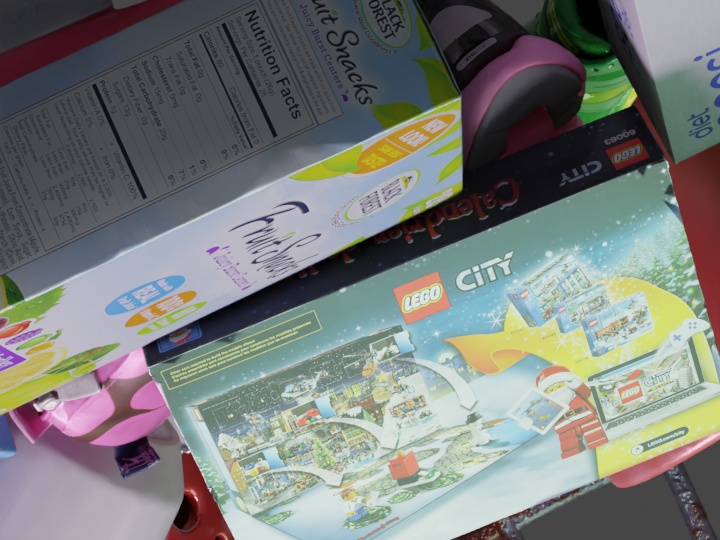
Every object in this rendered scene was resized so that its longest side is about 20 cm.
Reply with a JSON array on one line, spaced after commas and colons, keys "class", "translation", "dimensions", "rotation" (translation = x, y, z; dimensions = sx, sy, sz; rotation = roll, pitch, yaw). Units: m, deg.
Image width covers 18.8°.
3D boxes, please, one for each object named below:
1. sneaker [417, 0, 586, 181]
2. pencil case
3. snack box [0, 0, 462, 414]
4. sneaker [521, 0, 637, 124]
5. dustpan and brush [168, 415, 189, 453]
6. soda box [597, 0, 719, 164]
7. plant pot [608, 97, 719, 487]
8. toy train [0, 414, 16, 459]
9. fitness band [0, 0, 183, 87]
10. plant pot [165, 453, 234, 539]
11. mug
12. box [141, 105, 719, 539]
[{"class": "sneaker", "translation": [0.041, -0.063, 0.880], "dimensions": [0.079, 0.095, 0.200], "rotation": [-42, 162, -11]}, {"class": "pencil case", "translation": [-0.068, -0.004, 0.865], "dimensions": [0.094, 0.091, 0.200], "rotation": [-28, 166, -46]}, {"class": "snack box", "translation": [-0.067, -0.023, 0.694], "dimensions": [0.199, 0.068, 0.169], "rotation": [-27, 172, 0]}, {"class": "sneaker", "translation": [0.098, -0.103, 0.929], "dimensions": [0.083, 0.074, 0.200], "rotation": [10, 144, -44]}, {"class": "dustpan and brush", "translation": [-0.130, 0.054, 1.123], "dimensions": [0.199, 0.058, 0.140], "rotation": [7, -153, -6]}, {"class": "soda box", "translation": [0.117, -0.114, 0.763], "dimensions": [0.068, 0.064, 0.200], "rotation": [-26, 156, 3]}, {"class": "plant pot", "translation": [0.151, -0.022, 1.056], "dimensions": [0.200, 0.178, 0.200], "rotation": [-36, 178, -2]}, {"class": "toy train", "translation": [-0.240, 0.072, 0.888], "dimensions": [0.199, 0.087, 0.114], "rotation": [-20, 172, 0]}, {"class": "fitness band", "translation": [-0.122, -0.047, 0.730], "dimensions": [0.199, 0.038, 0.144], "rotation": [-24, 170, -3]}, {"class": "plant pot", "translation": [-0.154, 0.166, 1.211], "dimensions": [0.199, 0.184, 0.200], "rotation": [-12, -178, 0]}, {"class": "mug", "translation": [-0.172, 0.108, 1.001], "dimensions": [0.154, 0.186, 0.149], "rotation": [-56, 162, 7]}, {"class": "box", "translation": [0.032, 0.036, 0.818], "dimensions": [0.199, 0.038, 0.137], "rotation": [-22, 127, 0]}]
